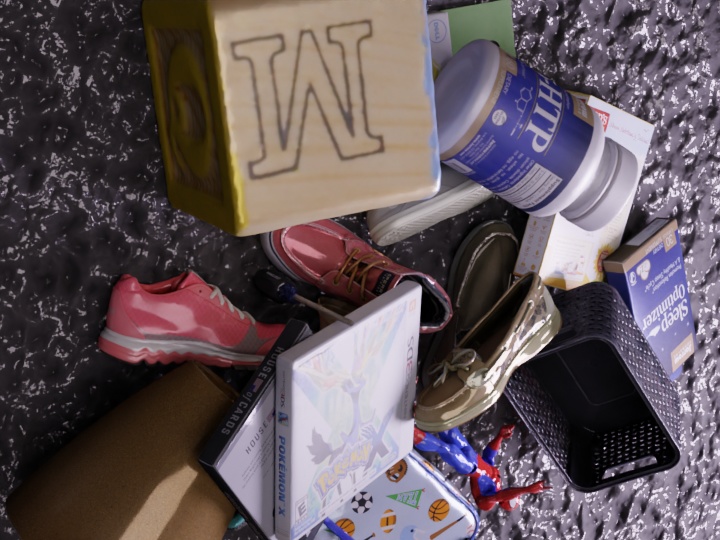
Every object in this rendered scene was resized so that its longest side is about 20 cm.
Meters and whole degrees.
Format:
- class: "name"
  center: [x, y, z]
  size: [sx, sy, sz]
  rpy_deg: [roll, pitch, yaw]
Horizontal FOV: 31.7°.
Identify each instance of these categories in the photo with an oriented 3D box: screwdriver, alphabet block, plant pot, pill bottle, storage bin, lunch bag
- class: "screwdriver"
  center: [-0.055, 0.027, 1.160]
  size: [0.029, 0.200, 0.028]
  rpy_deg: [9, 96, -24]
- class: "alphabet block"
  center: [-0.063, -0.154, 1.124]
  size: [0.198, 0.195, 0.199]
  rpy_deg: [-13, 105, -25]
- class: "plant pot"
  center: [-0.180, 0.185, 1.129]
  size: [0.186, 0.186, 0.201]
  rpy_deg: [42, 86, -27]
- class: "pill bottle"
  center: [0.165, -0.123, 1.220]
  size: [0.198, 0.120, 0.121]
  rpy_deg: [28, 88, -21]
- class: "storage bin"
  center: [0.248, 0.128, 1.361]
  size: [0.134, 0.094, 0.201]
  rpy_deg: [-22, 118, 27]
- class: "lunch bag"
  center: [0.024, 0.266, 1.325]
  size: [0.161, 0.075, 0.200]
  rpy_deg: [-48, 116, -8]

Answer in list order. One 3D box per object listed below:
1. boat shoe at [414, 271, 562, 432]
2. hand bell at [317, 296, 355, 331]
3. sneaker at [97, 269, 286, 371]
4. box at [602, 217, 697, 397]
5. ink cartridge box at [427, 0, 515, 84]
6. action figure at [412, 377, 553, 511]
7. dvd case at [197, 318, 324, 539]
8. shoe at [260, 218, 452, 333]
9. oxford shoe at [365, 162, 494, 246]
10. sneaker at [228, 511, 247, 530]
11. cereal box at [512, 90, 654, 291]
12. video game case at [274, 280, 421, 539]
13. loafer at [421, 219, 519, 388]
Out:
- class: "boat shoe"
  center: [0.119, 0.081, 1.256]
  size: [0.200, 0.073, 0.063]
  rpy_deg: [-42, 121, -28]
- class: "hand bell"
  center: [-0.046, 0.140, 1.269]
  size: [0.103, 0.104, 0.202]
  rpy_deg: [24, 102, -29]
- class: "sneaker"
  center: [-0.144, 0.045, 1.191]
  size: [0.198, 0.074, 0.088]
  rpy_deg: [4, 98, -27]
- class: "box"
  center: [0.334, 0.056, 1.438]
  size: [0.121, 0.032, 0.202]
  rpy_deg: [-33, 119, -39]
- class: "ink cartridge box"
  center: [0.084, -0.188, 1.274]
  size: [0.198, 0.048, 0.148]
  rpy_deg: [-14, 106, -21]
- class: "action figure"
  center: [0.125, 0.182, 1.312]
  size: [0.098, 0.066, 0.200]
  rpy_deg: [-26, 124, 25]
- class: "dvd case"
  center: [-0.061, 0.159, 1.133]
  size: [0.151, 0.025, 0.201]
  rpy_deg: [-57, 145, -24]
- class: "shoe"
  center: [0.000, 0.000, 1.242]
  size: [0.199, 0.091, 0.072]
  rpy_deg: [31, 82, -29]
- class: "oxford shoe"
  center: [0.087, -0.087, 1.289]
  size: [0.198, 0.075, 0.058]
  rpy_deg: [-23, 74, -23]
- class: "sneaker"
  center: [-0.083, 0.169, 1.204]
  size: [0.091, 0.077, 0.202]
  rpy_deg: [-25, 140, -65]
- class: "cereal box"
  center: [0.241, -0.078, 1.358]
  size: [0.143, 0.039, 0.203]
  rpy_deg: [13, 94, -48]
- class: "video game case"
  center: [-0.009, 0.125, 1.153]
  size: [0.199, 0.022, 0.185]
  rpy_deg: [-28, 128, -48]
- class: "loafer"
  center: [0.128, 0.048, 1.332]
  size: [0.074, 0.069, 0.203]
  rpy_deg: [14, 95, -28]
